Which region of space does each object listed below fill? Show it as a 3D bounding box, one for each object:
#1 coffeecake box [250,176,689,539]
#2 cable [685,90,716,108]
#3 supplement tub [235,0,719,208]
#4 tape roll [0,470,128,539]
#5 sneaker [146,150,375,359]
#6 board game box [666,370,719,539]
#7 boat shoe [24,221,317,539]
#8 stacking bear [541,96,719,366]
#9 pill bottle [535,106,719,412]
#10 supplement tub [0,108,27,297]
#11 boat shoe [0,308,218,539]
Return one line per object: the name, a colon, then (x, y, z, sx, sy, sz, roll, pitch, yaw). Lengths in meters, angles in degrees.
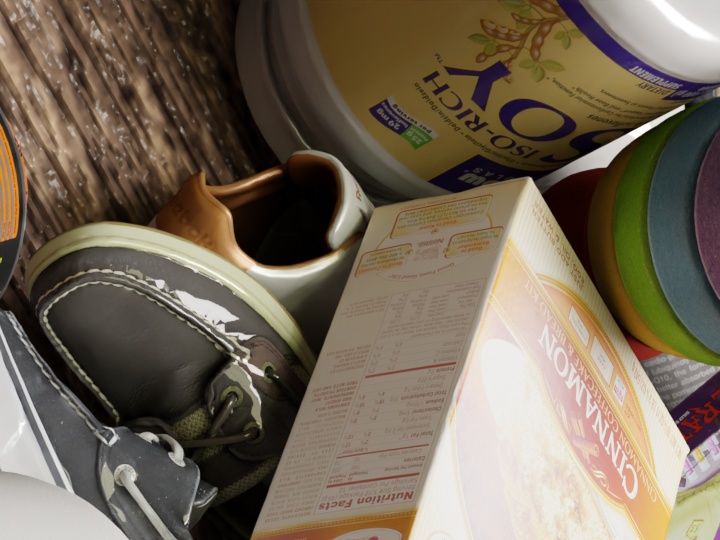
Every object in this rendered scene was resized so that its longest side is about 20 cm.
coffeecake box: (0.043, 0.092, 1.087, 0.154, 0.073, 0.200, 58, 36, -33)
cable: (0.211, -0.079, 1.409, 0.163, 0.051, 0.200, 29, 42, -15)
supplement tub: (0.059, -0.111, 1.165, 0.145, 0.200, 0.146, 21, 57, -35)
tape roll: (-0.162, 0.158, 0.895, 0.139, 0.202, 0.203, 10, 77, -46)
sneaker: (0.000, 0.000, 1.163, 0.200, 0.085, 0.073, 4, 40, -43)
board game box: (0.115, 0.130, 1.234, 0.200, 0.032, 0.120, -39, 139, -4)
boat shoe: (-0.046, 0.058, 1.096, 0.201, 0.072, 0.066, 43, 28, -35)
stacking bear: (0.138, -0.010, 1.154, 0.114, 0.200, 0.122, 40, 65, -22)
pill bottle: (0.134, 0.008, 1.313, 0.111, 0.111, 0.200, -43, 116, -42)
supplement tub: (-0.178, -0.018, 0.918, 0.200, 0.122, 0.123, -25, 105, -78)
boat shoe: (-0.084, 0.088, 1.046, 0.068, 0.072, 0.200, -29, 80, -12)
